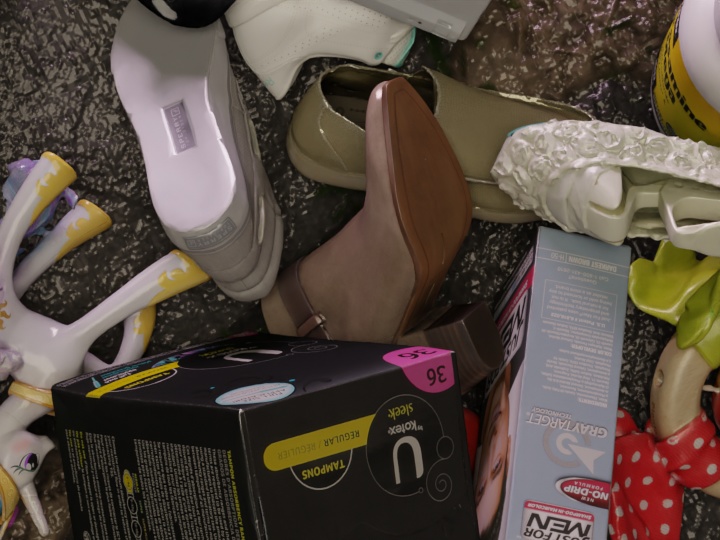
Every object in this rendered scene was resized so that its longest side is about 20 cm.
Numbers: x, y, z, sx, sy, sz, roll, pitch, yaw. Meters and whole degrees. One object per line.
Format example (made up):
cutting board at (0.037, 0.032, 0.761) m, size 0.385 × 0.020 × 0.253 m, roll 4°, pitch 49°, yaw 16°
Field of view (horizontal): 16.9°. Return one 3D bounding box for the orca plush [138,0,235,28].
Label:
orca plush at (-0.160, -0.198, 1.451) m, size 0.199 × 0.105 × 0.071 m, roll 35°, pitch 116°, yaw 7°

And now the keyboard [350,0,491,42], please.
keyboard at (-0.020, -0.184, 1.398) m, size 0.199 × 0.056 × 0.011 m, roll 21°, pitch 51°, yaw -10°

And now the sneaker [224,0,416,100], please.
sneaker at (0.020, -0.169, 1.459) m, size 0.199 × 0.075 × 0.089 m, roll -23°, pitch 101°, yaw 8°

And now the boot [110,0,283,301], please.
boot at (-0.095, -0.075, 1.452) m, size 0.073 × 0.096 × 0.201 m, roll -17°, pitch 55°, yaw 10°

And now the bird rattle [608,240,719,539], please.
bird rattle at (0.218, 0.079, 1.434) m, size 0.162 × 0.113 × 0.202 m, roll 11°, pitch 93°, yaw -15°

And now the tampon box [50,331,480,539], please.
tampon box at (-0.055, 0.114, 1.358) m, size 0.149 × 0.199 × 0.127 m, roll -14°, pitch 100°, yaw -37°

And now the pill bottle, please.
pill bottle at (0.230, -0.124, 1.374) m, size 0.112 × 0.200 × 0.113 m, roll 0°, pitch 80°, yaw 0°

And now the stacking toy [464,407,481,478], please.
stacking toy at (0.097, 0.166, 1.448) m, size 0.085 × 0.085 × 0.200 m, roll -41°, pitch 82°, yaw 1°

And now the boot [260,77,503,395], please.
boot at (0.000, 0.000, 1.422) m, size 0.146 × 0.070 × 0.201 m, roll -15°, pitch 94°, yaw 41°

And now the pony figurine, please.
pony figurine at (-0.215, 0.034, 1.428) m, size 0.193 × 0.166 × 0.201 m, roll 37°, pitch 75°, yaw -7°

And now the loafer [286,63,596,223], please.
loafer at (0.054, -0.079, 1.439) m, size 0.198 × 0.068 × 0.076 m, roll 4°, pitch 58°, yaw 2°

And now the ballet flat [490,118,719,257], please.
ballet flat at (0.169, -0.041, 1.366) m, size 0.198 × 0.072 × 0.072 m, roll 6°, pitch 90°, yaw 9°

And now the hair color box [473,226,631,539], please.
hair color box at (0.106, 0.089, 1.390) m, size 0.060 × 0.099 × 0.201 m, roll 12°, pitch 62°, yaw -8°
